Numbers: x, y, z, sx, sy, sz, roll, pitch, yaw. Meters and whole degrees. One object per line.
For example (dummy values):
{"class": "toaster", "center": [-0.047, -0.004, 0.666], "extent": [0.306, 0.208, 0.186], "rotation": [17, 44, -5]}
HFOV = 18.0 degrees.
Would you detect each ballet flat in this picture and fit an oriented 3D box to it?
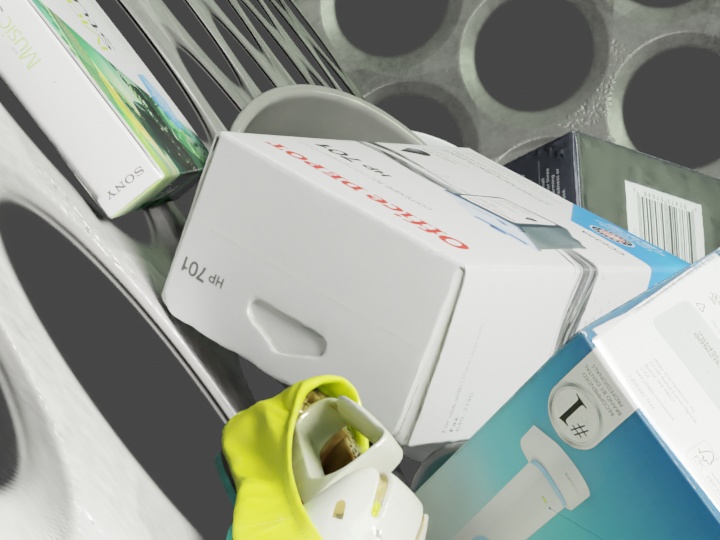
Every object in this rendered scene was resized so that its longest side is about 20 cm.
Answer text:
{"class": "ballet flat", "center": [-0.011, 0.087, 0.776], "extent": [0.067, 0.067, 0.200], "rotation": [51, 6, -20]}

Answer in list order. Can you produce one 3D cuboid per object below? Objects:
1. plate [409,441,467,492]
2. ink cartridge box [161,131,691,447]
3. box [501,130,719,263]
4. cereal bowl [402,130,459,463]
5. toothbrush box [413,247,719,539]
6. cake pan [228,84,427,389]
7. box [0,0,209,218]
{"class": "plate", "center": [0.095, 0.151, 0.926], "extent": [0.200, 0.025, 0.201], "rotation": [37, -34, 31]}
{"class": "ink cartridge box", "center": [0.034, 0.006, 1.005], "extent": [0.146, 0.087, 0.199], "rotation": [29, 15, 31]}
{"class": "box", "center": [0.124, 0.006, 1.436], "extent": [0.147, 0.199, 0.105], "rotation": [14, 64, -34]}
{"class": "cereal bowl", "center": [0.035, 0.026, 1.258], "extent": [0.199, 0.083, 0.201], "rotation": [26, 45, -29]}
{"class": "toothbrush box", "center": [0.092, 0.114, 0.791], "extent": [0.085, 0.200, 0.147], "rotation": [-26, 73, -42]}
{"class": "cake pan", "center": [0.000, 0.000, 1.142], "extent": [0.199, 0.037, 0.201], "rotation": [28, 43, -29]}
{"class": "box", "center": [-0.133, -0.094, 1.066], "extent": [0.145, 0.036, 0.200], "rotation": [52, 6, -2]}
